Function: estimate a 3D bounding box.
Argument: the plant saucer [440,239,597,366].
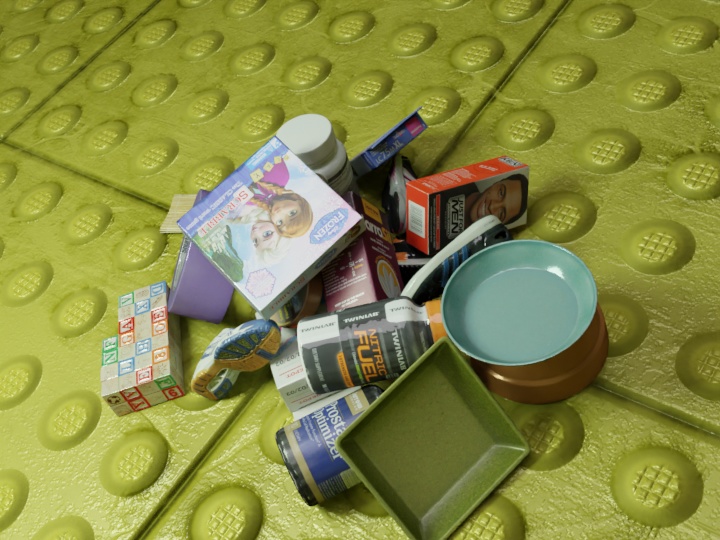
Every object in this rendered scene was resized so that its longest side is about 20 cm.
[{"bbox_3d":[0.203,0.047,1.188,0.198,0.036,0.202,-10,49,12],"label":"plant saucer"}]

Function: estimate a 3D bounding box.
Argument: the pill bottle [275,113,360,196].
[{"bbox_3d":[-0.067,-0.151,1.537,0.112,0.201,0.115,-10,46,10],"label":"pill bottle"}]

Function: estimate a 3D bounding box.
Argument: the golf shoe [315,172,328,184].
[{"bbox_3d":[-0.096,-0.074,1.491,0.072,0.202,0.092,21,28,0],"label":"golf shoe"}]

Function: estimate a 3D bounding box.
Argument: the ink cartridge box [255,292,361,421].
[{"bbox_3d":[-0.075,0.130,1.383,0.114,0.068,0.201,-23,46,-1],"label":"ink cartridge box"}]

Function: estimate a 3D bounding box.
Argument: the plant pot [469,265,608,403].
[{"bbox_3d":[0.236,0.062,1.284,0.198,0.141,0.202,-11,47,12],"label":"plant pot"}]

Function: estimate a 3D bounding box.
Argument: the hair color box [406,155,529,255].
[{"bbox_3d":[0.166,-0.103,1.430,0.198,0.103,0.061,-19,31,-29],"label":"hair color box"}]

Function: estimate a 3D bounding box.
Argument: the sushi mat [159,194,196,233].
[{"bbox_3d":[-0.267,-0.105,1.698,0.198,0.012,0.096,0,48,19],"label":"sushi mat"}]

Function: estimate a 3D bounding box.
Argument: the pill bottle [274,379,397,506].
[{"bbox_3d":[-0.005,0.222,1.246,0.198,0.112,0.112,-27,46,-5],"label":"pill bottle"}]

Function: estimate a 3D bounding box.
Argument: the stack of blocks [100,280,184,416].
[{"bbox_3d":[-0.351,0.122,1.494,0.114,0.059,0.201,-18,47,4],"label":"stack of blocks"}]

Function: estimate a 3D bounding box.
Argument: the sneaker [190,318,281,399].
[{"bbox_3d":[-0.187,0.110,1.384,0.199,0.075,0.089,-36,31,36],"label":"sneaker"}]

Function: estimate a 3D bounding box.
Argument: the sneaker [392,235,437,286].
[{"bbox_3d":[0.130,-0.025,1.446,0.198,0.070,0.091,-1,53,22],"label":"sneaker"}]

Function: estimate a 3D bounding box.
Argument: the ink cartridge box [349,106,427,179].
[{"bbox_3d":[0.040,-0.210,1.583,0.119,0.042,0.200,-40,5,-16],"label":"ink cartridge box"}]

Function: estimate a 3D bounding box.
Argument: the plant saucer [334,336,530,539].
[{"bbox_3d":[0.087,0.220,1.186,0.200,0.200,0.048,-42,14,-15],"label":"plant saucer"}]

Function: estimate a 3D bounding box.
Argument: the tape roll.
[{"bbox_3d":[-0.241,-0.022,1.480,0.084,0.201,0.201,14,46,-15],"label":"tape roll"}]

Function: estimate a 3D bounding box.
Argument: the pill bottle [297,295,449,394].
[{"bbox_3d":[0.022,0.095,1.251,0.198,0.107,0.107,-14,47,6],"label":"pill bottle"}]

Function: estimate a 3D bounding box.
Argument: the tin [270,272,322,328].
[{"bbox_3d":[-0.116,-0.007,1.394,0.112,0.042,0.202,-34,59,29],"label":"tin"}]

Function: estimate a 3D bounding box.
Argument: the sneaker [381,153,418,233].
[{"bbox_3d":[0.086,-0.117,1.554,0.085,0.081,0.201,12,39,-12],"label":"sneaker"}]

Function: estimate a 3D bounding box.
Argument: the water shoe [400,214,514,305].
[{"bbox_3d":[0.141,0.004,1.339,0.200,0.072,0.079,-42,79,-6],"label":"water shoe"}]

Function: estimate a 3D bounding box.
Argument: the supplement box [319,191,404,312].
[{"bbox_3d":[0.000,0.000,1.391,0.085,0.110,0.202,-24,64,24],"label":"supplement box"}]

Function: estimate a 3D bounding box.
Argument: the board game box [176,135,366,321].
[{"bbox_3d":[-0.130,-0.065,1.344,0.200,0.041,0.199,-43,68,-11],"label":"board game box"}]
